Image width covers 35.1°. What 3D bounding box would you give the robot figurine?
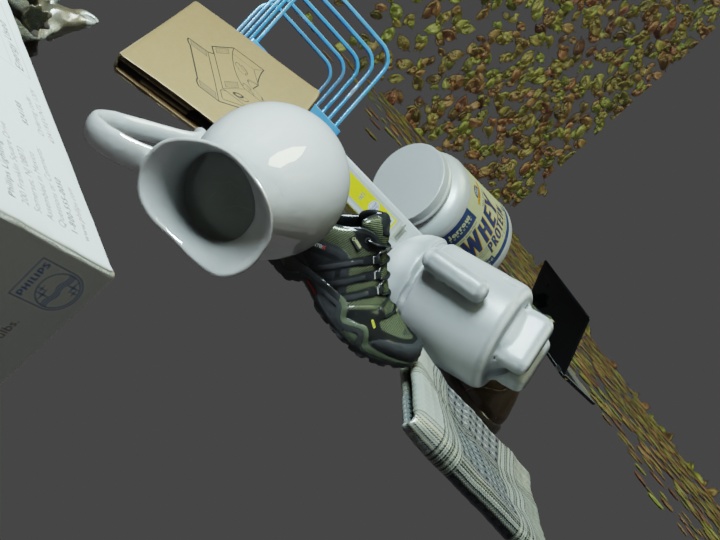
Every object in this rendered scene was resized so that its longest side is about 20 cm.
[{"bbox_3d":[0.092,0.039,1.137,0.199,0.113,0.170,30,-27,18],"label":"robot figurine"}]

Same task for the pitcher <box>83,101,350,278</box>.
[{"bbox_3d":[-0.102,-0.078,0.868,0.171,0.122,0.200,35,20,9],"label":"pitcher"}]

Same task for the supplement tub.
[{"bbox_3d":[0.118,-0.082,1.657,0.200,0.145,0.146,37,16,-47],"label":"supplement tub"}]

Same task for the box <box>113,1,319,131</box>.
[{"bbox_3d":[-0.130,-0.180,1.093,0.163,0.021,0.200,36,28,-5],"label":"box"}]

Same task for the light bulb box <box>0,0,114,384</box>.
[{"bbox_3d":[-0.203,-0.063,0.328,0.200,0.125,0.199,36,18,-49],"label":"light bulb box"}]

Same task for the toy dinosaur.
[{"bbox_3d":[-0.258,-0.183,0.725,0.199,0.077,0.102,33,6,-40],"label":"toy dinosaur"}]

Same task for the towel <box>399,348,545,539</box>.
[{"bbox_3d":[0.105,0.164,1.043,0.193,0.034,0.200,47,10,-11],"label":"towel"}]

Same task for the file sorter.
[{"bbox_3d":[-0.074,-0.239,1.304,0.139,0.123,0.200,44,-11,-19],"label":"file sorter"}]

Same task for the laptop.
[{"bbox_3d":[0.399,0.119,2.179,0.200,0.116,0.188,40,14,-39],"label":"laptop"}]

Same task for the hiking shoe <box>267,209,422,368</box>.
[{"bbox_3d":[0.000,0.000,1.003,0.200,0.101,0.076,45,12,-17],"label":"hiking shoe"}]

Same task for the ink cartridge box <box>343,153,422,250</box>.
[{"bbox_3d":[-0.016,-0.081,1.251,0.200,0.047,0.197,47,-7,-25],"label":"ink cartridge box"}]

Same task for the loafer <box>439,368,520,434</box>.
[{"bbox_3d":[0.116,0.089,1.250,0.073,0.071,0.201,36,17,-51],"label":"loafer"}]

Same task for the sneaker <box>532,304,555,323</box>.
[{"bbox_3d":[0.283,0.074,1.986,0.090,0.067,0.200,56,15,11],"label":"sneaker"}]
